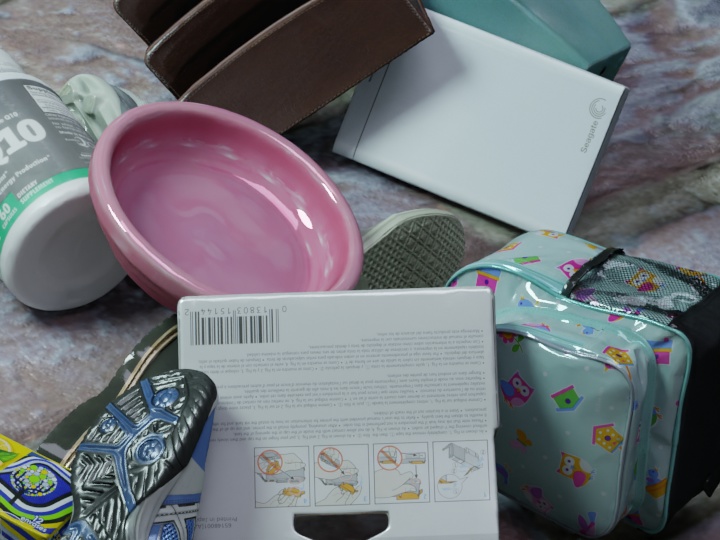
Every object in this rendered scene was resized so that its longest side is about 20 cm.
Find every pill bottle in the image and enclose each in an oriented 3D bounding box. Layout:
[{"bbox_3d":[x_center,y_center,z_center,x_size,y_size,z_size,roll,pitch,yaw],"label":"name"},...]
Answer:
[{"bbox_3d":[-0.245,-0.071,1.789,0.113,0.113,0.200,-14,43,-31],"label":"pill bottle"}]

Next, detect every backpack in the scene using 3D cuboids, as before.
[{"bbox_3d":[0.139,0.071,1.661,0.200,0.176,0.153,27,39,35],"label":"backpack"}]

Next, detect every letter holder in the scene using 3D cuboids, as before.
[{"bbox_3d":[-0.071,-0.198,1.901,0.200,0.142,0.101,-33,40,11],"label":"letter holder"}]

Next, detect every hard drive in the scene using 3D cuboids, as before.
[{"bbox_3d":[0.092,-0.117,1.940,0.200,0.132,0.027,23,5,13],"label":"hard drive"}]

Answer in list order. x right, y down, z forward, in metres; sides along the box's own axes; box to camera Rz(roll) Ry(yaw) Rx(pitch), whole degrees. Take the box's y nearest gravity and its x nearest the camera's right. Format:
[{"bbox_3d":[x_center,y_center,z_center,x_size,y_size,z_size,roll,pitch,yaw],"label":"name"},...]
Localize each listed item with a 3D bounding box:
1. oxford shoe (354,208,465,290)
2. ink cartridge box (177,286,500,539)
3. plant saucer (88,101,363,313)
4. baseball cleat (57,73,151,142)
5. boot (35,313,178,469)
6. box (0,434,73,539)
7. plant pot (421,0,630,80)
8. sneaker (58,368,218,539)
[{"bbox_3d":[0.000,0.000,1.808,0.058,0.075,0.200,13,28,43],"label":"oxford shoe"},{"bbox_3d":[-0.013,0.102,1.562,0.200,0.045,0.176,-2,77,1],"label":"ink cartridge box"},{"bbox_3d":[-0.096,-0.029,1.693,0.200,0.051,0.201,20,39,-17],"label":"plant saucer"},{"bbox_3d":[-0.152,-0.069,1.851,0.106,0.070,0.200,9,45,-47],"label":"baseball cleat"},{"bbox_3d":[-0.109,0.118,1.624,0.138,0.077,0.200,30,52,14],"label":"boot"},{"bbox_3d":[-0.265,0.131,1.551,0.200,0.070,0.064,24,37,15],"label":"box"},{"bbox_3d":[0.106,-0.193,2.021,0.200,0.141,0.141,36,30,15],"label":"plant pot"},{"bbox_3d":[-0.135,0.152,1.506,0.076,0.077,0.200,6,62,34],"label":"sneaker"}]
